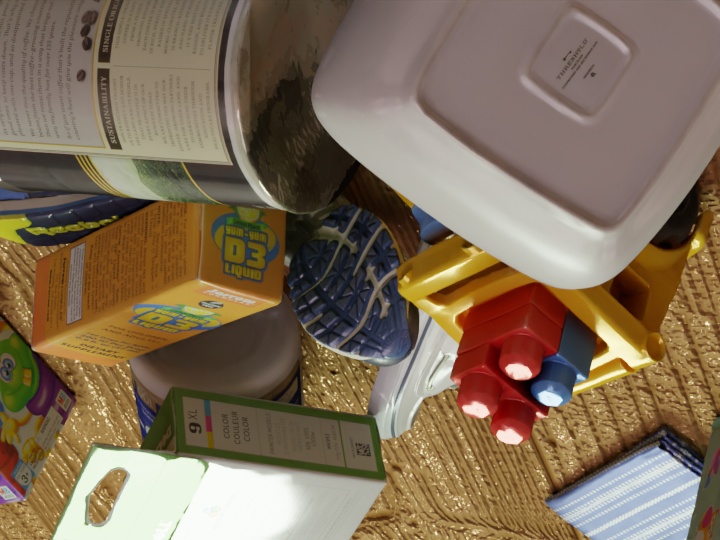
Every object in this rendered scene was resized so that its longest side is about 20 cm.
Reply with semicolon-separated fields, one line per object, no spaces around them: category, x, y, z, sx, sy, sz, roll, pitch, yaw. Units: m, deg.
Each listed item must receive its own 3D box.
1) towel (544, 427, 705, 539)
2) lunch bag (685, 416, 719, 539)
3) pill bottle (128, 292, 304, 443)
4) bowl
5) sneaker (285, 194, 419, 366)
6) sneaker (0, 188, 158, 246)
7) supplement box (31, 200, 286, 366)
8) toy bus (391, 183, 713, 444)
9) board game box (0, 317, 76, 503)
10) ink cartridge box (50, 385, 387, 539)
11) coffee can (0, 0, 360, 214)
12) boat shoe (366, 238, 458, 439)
towel;0.250;0.193;1.303;0.200;0.024;0.145;35;141;-11
lunch bag;0.312;0.186;1.144;0.200;0.171;0.122;27;148;-5
pill bottle;-0.097;0.105;1.285;0.119;0.120;0.200;12;139;12
bowl;0.100;-0.105;0.903;0.200;0.200;0.075;34;-179;-13
sneaker;0.000;0.000;1.104;0.085;0.200;0.077;35;102;-35
sneaker;-0.152;-0.068;1.145;0.199;0.082;0.074;-5;161;15
supplement box;-0.130;0.006;1.134;0.066;0.069;0.200;15;155;-35
toy bus;0.083;-0.010;1.017;0.200;0.192;0.136;42;138;-23
board game box;-0.328;0.079;1.377;0.103;0.105;0.200;-12;130;34
ink cartridge box;-0.094;0.134;1.184;0.200;0.059;0.104;10;134;-23
coffee can;-0.111;-0.111;1.013;0.200;0.147;0.147;6;138;30
boat shoe;0.052;0.052;1.192;0.067;0.074;0.200;20;140;4
